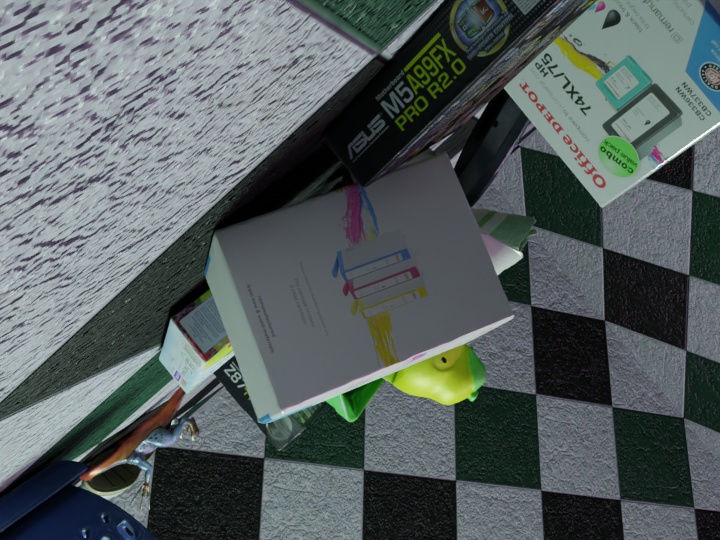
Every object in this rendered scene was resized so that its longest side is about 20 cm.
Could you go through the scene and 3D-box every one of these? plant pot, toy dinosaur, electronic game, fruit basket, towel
[{"bbox_3d":[-0.364,0.342,1.043,0.200,0.180,0.200,-41,177,28],"label":"plant pot"},{"bbox_3d":[-0.355,0.265,1.474,0.180,0.203,0.104,-8,-166,-38],"label":"toy dinosaur"},{"bbox_3d":[0.146,-0.148,0.942,0.201,0.041,0.200,-61,-177,6],"label":"electronic game"},{"bbox_3d":[0.037,0.064,1.012,0.215,0.215,0.157,-38,135,-25],"label":"fruit basket"},{"bbox_3d":[0.072,-0.047,0.948,0.152,0.198,0.024,-32,130,-69],"label":"towel"}]

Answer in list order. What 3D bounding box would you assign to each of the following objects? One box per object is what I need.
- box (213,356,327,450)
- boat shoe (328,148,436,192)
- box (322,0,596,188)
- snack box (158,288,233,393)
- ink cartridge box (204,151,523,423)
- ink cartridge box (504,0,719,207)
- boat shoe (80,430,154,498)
[{"bbox_3d":[-0.111,0.122,1.157,0.049,0.162,0.200,-39,177,13],"label":"box"},{"bbox_3d":[0.030,-0.070,0.842,0.060,0.074,0.200,-39,176,26],"label":"boat shoe"},{"bbox_3d":[0.084,-0.147,0.593,0.200,0.044,0.160,-41,178,38],"label":"box"},{"bbox_3d":[-0.112,0.039,0.865,0.142,0.053,0.200,-39,178,-21],"label":"snack box"},{"bbox_3d":[0.004,0.012,0.674,0.198,0.126,0.129,-20,173,-16],"label":"ink cartridge box"},{"bbox_3d":[0.246,-0.180,0.761,0.146,0.147,0.200,-38,177,-31],"label":"ink cartridge box"},{"bbox_3d":[-0.407,0.336,1.558,0.068,0.075,0.200,-46,177,19],"label":"boat shoe"}]
